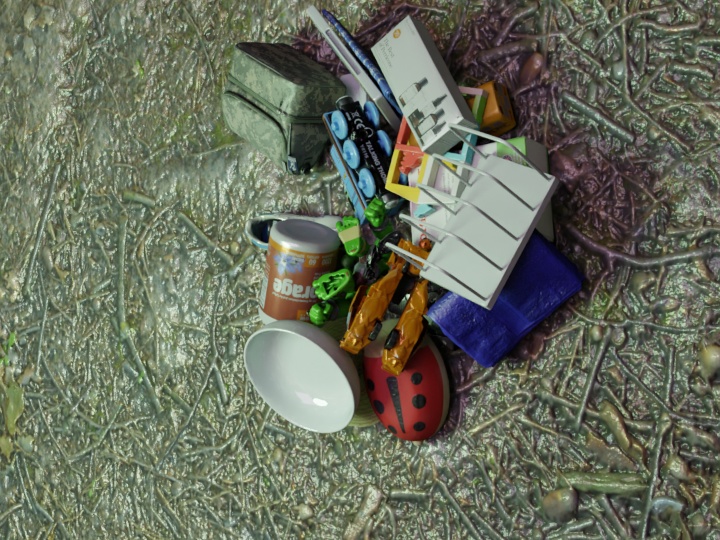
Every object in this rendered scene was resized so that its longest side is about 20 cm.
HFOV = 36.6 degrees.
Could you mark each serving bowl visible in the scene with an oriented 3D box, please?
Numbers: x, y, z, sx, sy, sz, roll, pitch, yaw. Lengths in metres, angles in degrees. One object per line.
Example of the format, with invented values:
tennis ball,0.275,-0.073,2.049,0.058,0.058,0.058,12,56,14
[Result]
serving bowl,-0.079,0.151,1.667,0.198,0.066,0.202,21,134,23

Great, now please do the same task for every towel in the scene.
towel,0.211,0.041,1.553,0.200,0.147,0.050,-45,30,14
towel,0.018,-0.317,1.725,0.024,0.145,0.201,-40,63,9

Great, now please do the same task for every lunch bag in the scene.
lunch bag,-0.136,-0.272,1.838,0.199,0.139,0.169,36,122,32

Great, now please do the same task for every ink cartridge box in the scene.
ink cartridge box,0.178,-0.105,1.630,0.198,0.084,0.147,-8,81,34

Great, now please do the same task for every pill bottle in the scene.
pill bottle,-0.101,0.030,1.723,0.112,0.112,0.202,26,117,33

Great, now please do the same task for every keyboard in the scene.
keyboard,-0.007,-0.231,1.816,0.056,0.011,0.202,-8,81,39

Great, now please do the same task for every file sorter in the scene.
file sorter,0.145,-0.078,1.487,0.138,0.124,0.201,26,87,46

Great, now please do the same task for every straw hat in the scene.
straw hat,-0.032,0.157,1.751,0.199,0.085,0.204,-3,85,34

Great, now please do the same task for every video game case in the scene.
video game case,-0.007,-0.319,1.734,0.018,0.143,0.201,-37,70,5

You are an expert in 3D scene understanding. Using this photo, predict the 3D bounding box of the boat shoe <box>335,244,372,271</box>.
boat shoe,0.004,0.001,1.766,0.199,0.063,0.074,3,77,28

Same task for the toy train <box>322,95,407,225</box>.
toy train,0.004,-0.176,1.732,0.201,0.086,0.114,65,157,16

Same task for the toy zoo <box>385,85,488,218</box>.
toy zoo,0.109,-0.177,1.623,0.130,0.020,0.202,15,91,36

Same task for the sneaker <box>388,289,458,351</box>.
sneaker,0.124,0.076,1.663,0.198,0.066,0.092,1,84,32

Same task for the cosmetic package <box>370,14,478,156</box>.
cosmetic package,0.092,-0.272,1.608,0.082,0.050,0.201,-36,63,23

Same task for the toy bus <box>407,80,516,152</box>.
toy bus,0.140,-0.216,1.670,0.199,0.078,0.066,-22,74,31

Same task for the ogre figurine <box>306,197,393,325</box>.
ogre figurine,0.000,0.000,1.662,0.097,0.120,0.202,5,76,31

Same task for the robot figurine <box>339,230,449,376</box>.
robot figurine,0.054,0.043,1.600,0.144,0.058,0.201,28,78,-7

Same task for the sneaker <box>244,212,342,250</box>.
sneaker,-0.109,-0.063,1.833,0.198,0.072,0.073,0,84,33

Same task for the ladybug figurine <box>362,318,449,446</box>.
ladybug figurine,0.065,0.176,1.664,0.135,0.072,0.202,-13,98,25
